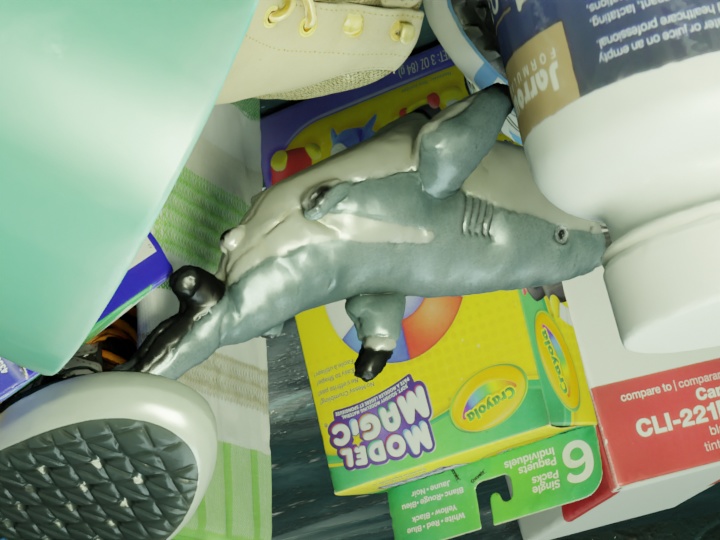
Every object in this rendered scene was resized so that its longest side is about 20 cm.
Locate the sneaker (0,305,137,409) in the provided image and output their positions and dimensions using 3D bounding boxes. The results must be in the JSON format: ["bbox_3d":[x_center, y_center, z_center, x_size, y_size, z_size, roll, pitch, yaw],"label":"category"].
[{"bbox_3d":[-0.116,0.014,1.084,0.077,0.201,0.078,-27,162,15],"label":"sneaker"}]

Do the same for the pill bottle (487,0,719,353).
[{"bbox_3d":[0.095,-0.082,0.844,0.110,0.201,0.111,-12,167,-3],"label":"pill bottle"}]

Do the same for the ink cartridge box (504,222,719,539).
[{"bbox_3d":[0.103,0.010,1.275,0.083,0.201,0.144,-13,168,-16],"label":"ink cartridge box"}]

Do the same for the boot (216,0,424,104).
[{"bbox_3d":[-0.036,-0.103,0.923,0.155,0.073,0.200,-8,162,-36],"label":"boot"}]

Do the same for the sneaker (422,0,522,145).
[{"bbox_3d":[0.064,-0.085,1.117,0.072,0.072,0.200,-8,167,23],"label":"sneaker"}]

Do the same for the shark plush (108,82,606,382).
[{"bbox_3d":[0.000,0.000,1.020,0.199,0.084,0.091,-28,-173,-33],"label":"shark plush"}]

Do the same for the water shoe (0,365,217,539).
[{"bbox_3d":[-0.103,0.061,0.948,0.071,0.079,0.200,29,146,-16],"label":"water shoe"}]

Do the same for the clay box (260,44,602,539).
[{"bbox_3d":[0.029,0.013,1.203,0.114,0.201,0.048,-21,165,30],"label":"clay box"}]

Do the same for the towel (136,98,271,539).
[{"bbox_3d":[-0.069,0.009,1.096,0.031,0.201,0.149,-4,170,14],"label":"towel"}]

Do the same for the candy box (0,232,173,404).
[{"bbox_3d":[-0.182,0.041,0.955,0.199,0.077,0.169,-32,-177,17],"label":"candy box"}]

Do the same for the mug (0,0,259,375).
[{"bbox_3d":[-0.098,-0.076,0.761,0.114,0.186,0.152,26,142,-11],"label":"mug"}]
